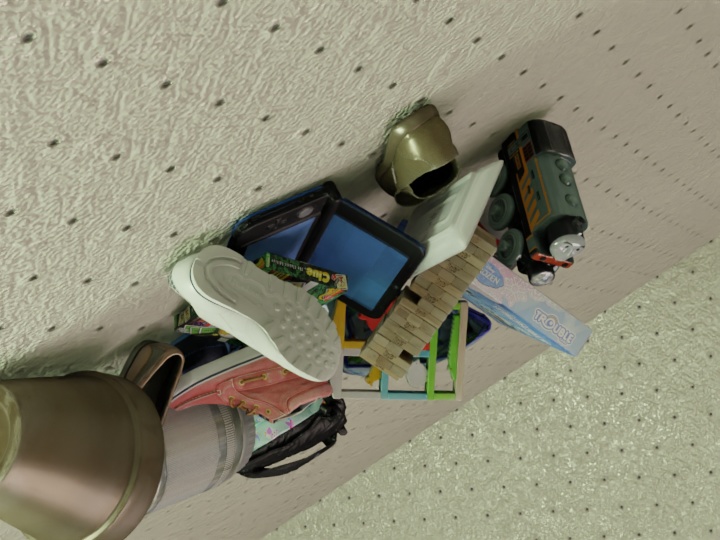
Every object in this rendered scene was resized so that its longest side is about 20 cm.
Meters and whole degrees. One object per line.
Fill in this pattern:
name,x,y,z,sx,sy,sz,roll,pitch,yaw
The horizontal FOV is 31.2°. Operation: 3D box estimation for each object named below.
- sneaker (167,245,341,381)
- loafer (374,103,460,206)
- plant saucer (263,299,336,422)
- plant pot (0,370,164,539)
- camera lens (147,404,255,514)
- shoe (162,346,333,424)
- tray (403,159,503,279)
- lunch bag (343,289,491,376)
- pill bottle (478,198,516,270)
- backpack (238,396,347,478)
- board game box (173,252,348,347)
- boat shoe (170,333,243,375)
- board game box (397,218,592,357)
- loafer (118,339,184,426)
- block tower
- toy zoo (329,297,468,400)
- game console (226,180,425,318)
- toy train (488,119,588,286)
sneaker,-0.106,0.047,1.327,0.080,0.200,0.076,-23,-147,51
loafer,0.062,-0.105,1.359,0.076,0.067,0.200,-30,166,-6
plant saucer,-0.090,0.092,1.620,0.200,0.036,0.200,-51,153,-39
plant pot,-0.335,0.189,1.346,0.200,0.200,0.174,-35,149,16
camera lens,-0.249,0.210,1.595,0.200,0.160,0.160,-14,158,-51
shoe,-0.132,0.141,1.490,0.200,0.091,0.071,-24,171,10
tray,0.083,-0.051,1.368,0.107,0.022,0.200,-66,-167,-20
lunch bag,0.071,0.080,1.750,0.200,0.128,0.170,-1,175,-1
pill bottle,0.165,-0.042,1.699,0.111,0.111,0.200,-23,164,-30
backpack,-0.127,0.238,2.016,0.200,0.127,0.167,-28,154,-10
board game box,-0.112,0.036,1.411,0.105,0.023,0.200,13,151,-33
boat shoe,-0.162,0.101,1.590,0.084,0.069,0.200,-41,163,34
board game box,0.153,0.019,1.563,0.043,0.200,0.199,-57,-157,-4
loafer,-0.254,0.173,1.444,0.072,0.200,0.063,29,162,-37
block tower,0.076,0.028,1.414,0.200,0.058,0.054,-57,-177,14
toy zoo,0.035,0.100,1.642,0.200,0.131,0.020,3,-173,-10
game console,-0.052,0.004,1.389,0.171,0.118,0.200,-25,164,-25
toy train,0.208,-0.082,1.513,0.085,0.200,0.114,15,139,-28
